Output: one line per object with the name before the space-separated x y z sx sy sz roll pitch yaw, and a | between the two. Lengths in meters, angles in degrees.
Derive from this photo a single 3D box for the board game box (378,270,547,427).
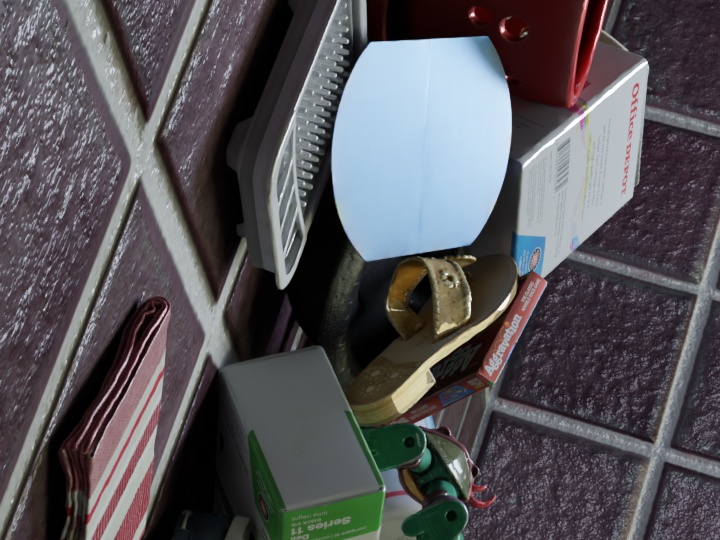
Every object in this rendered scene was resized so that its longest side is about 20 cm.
board game box | 0.070 0.072 1.695 0.200 0.019 0.103 -33 -156 57

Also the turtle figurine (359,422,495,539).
turtle figurine | 0.040 0.163 1.632 0.101 0.150 0.200 -47 176 -5

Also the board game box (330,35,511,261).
board game box | 0.034 -0.093 1.566 0.200 0.039 0.158 -10 107 -46

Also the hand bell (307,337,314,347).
hand bell | -0.037 0.076 1.754 0.104 0.104 0.200 82 13 -68

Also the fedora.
fedora | 0.000 0.000 1.665 0.201 0.092 0.201 -35 139 -38

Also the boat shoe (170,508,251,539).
boat shoe | -0.129 0.226 1.459 0.200 0.062 0.075 -65 165 -55

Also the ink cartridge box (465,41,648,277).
ink cartridge box | 0.149 -0.087 1.758 0.200 0.085 0.145 -38 142 -40

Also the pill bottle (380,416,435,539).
pill bottle | 0.012 0.150 1.830 0.109 0.109 0.200 94 -14 -52

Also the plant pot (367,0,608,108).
plant pot | 0.105 -0.244 1.666 0.200 0.182 0.201 17 90 -80

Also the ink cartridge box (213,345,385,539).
ink cartridge box | -0.049 0.179 1.582 0.200 0.083 0.147 96 -25 -45

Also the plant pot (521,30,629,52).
plant pot | 0.128 -0.157 2.002 0.184 0.200 0.200 -66 174 19

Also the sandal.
sandal | 0.048 0.025 1.595 0.212 0.078 0.070 -48 123 -39

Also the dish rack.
dish rack | -0.044 -0.105 1.459 0.172 0.043 0.200 86 22 -62

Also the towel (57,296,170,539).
towel | -0.152 0.132 1.291 0.144 0.023 0.200 -66 170 -50
